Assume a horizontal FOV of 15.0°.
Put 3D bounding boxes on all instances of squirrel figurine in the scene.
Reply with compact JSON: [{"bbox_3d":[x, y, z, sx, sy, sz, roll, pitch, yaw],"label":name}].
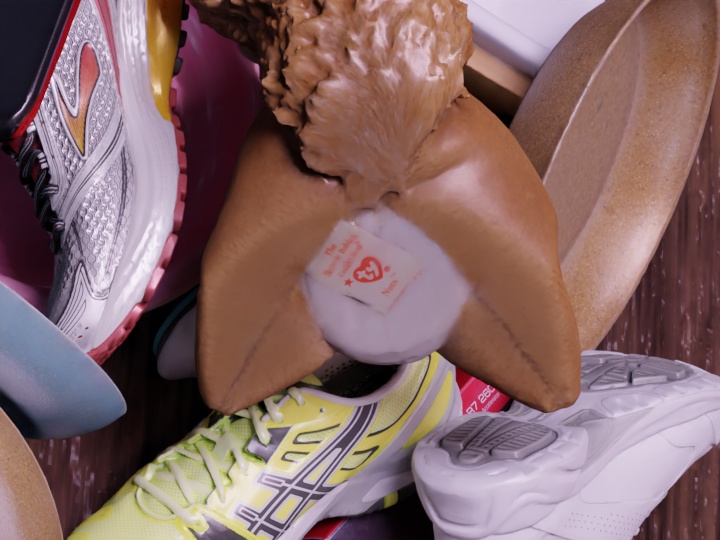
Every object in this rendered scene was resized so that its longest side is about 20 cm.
[{"bbox_3d":[0.002,-0.064,1.042,0.187,0.141,0.200,-90,172,-57],"label":"squirrel figurine"}]

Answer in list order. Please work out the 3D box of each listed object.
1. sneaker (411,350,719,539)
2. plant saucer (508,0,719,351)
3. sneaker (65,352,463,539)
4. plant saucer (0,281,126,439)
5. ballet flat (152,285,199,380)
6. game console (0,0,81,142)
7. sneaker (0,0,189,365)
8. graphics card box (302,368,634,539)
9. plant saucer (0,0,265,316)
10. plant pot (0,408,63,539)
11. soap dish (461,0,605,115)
[{"bbox_3d":[0.089,0.095,1.147,0.200,0.078,0.100,-20,116,-47],"label":"sneaker"},{"bbox_3d":[0.099,-0.044,1.203,0.035,0.200,0.200,24,56,21],"label":"plant saucer"},{"bbox_3d":[-0.046,0.075,1.092,0.200,0.075,0.076,-32,134,-29],"label":"sneaker"},{"bbox_3d":[-0.174,0.006,0.981,0.200,0.200,0.027,37,76,-19],"label":"plant saucer"},{"bbox_3d":[0.000,0.000,1.163,0.200,0.069,0.069,-36,97,-37],"label":"ballet flat"},{"bbox_3d":[-0.191,-0.143,1.040,0.200,0.031,0.177,12,63,13],"label":"game console"},{"bbox_3d":[-0.115,-0.053,1.053,0.082,0.078,0.200,7,66,-22],"label":"sneaker"},{"bbox_3d":[0.067,0.152,1.180,0.200,0.051,0.125,53,55,-11],"label":"graphics card box"},{"bbox_3d":[-0.131,-0.073,1.114,0.200,0.051,0.201,10,71,-31],"label":"plant saucer"},{"bbox_3d":[-0.203,0.106,0.947,0.200,0.200,0.027,44,15,-15],"label":"plant pot"},{"bbox_3d":[0.023,-0.173,1.224,0.200,0.081,0.158,29,63,-23],"label":"soap dish"}]
